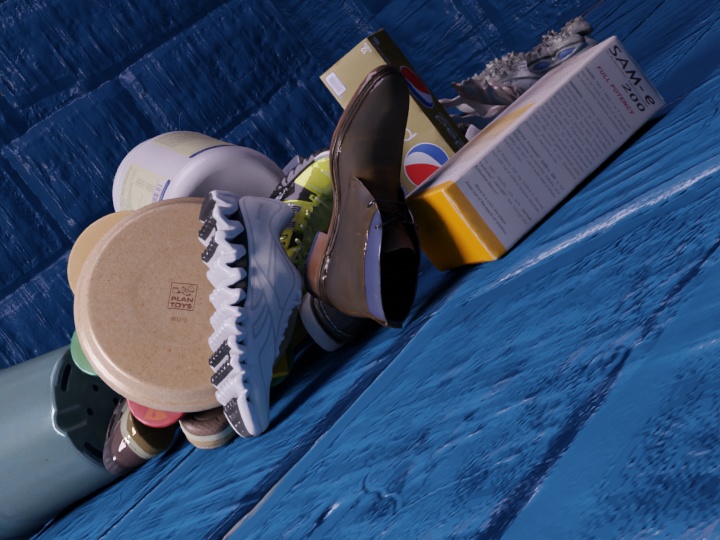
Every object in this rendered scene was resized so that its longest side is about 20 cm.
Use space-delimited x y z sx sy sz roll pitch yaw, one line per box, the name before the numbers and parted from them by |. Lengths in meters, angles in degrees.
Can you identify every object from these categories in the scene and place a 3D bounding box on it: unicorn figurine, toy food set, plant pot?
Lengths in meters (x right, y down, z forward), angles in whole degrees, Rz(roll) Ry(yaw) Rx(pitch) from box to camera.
unicorn figurine | 0.123 -0.140 1.271 0.136 0.075 0.200 -8 -9 -16
toy food set | -0.152 0.031 1.035 0.198 0.200 0.049 -9 -20 -6
plant pot | -0.343 0.177 1.321 0.195 0.201 0.200 -25 12 31

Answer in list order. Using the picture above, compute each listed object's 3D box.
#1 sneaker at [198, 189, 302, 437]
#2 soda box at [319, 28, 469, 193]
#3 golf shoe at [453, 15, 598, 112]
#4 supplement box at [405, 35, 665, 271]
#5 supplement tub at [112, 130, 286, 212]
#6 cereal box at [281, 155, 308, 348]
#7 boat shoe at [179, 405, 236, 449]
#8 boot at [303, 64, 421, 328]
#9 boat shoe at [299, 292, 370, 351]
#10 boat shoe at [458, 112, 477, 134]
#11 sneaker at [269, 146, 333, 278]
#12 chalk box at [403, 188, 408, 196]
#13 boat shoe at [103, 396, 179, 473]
sneaker | -0.082 0.033 0.973 0.080 0.202 0.075 0 -12 -22
soda box | 0.052 -0.131 1.162 0.064 0.200 0.068 -35 6 23
golf shoe | 0.185 -0.193 1.313 0.199 0.098 0.078 -16 25 51
supplement box | 0.135 -0.091 0.984 0.200 0.074 0.126 -42 7 -15
supplement tub | -0.165 -0.065 1.234 0.145 0.146 0.200 -39 28 -15
cereal box | -0.085 -0.006 1.250 0.144 0.039 0.201 -43 37 28
boat shoe | -0.120 0.105 1.106 0.071 0.077 0.200 6 32 5
boot | 0.023 -0.054 0.946 0.074 0.202 0.097 -1 22 -40
boat shoe | 0.002 0.002 1.101 0.060 0.072 0.202 -34 14 26
boat shoe | 0.150 -0.175 1.523 0.200 0.072 0.066 -37 0 -34
sneaker | -0.059 -0.025 1.109 0.200 0.075 0.076 -51 42 0
chalk box | -0.001 -0.066 1.365 0.200 0.124 0.124 -44 10 -37
boat shoe | -0.224 0.150 1.253 0.066 0.072 0.201 -36 11 10
